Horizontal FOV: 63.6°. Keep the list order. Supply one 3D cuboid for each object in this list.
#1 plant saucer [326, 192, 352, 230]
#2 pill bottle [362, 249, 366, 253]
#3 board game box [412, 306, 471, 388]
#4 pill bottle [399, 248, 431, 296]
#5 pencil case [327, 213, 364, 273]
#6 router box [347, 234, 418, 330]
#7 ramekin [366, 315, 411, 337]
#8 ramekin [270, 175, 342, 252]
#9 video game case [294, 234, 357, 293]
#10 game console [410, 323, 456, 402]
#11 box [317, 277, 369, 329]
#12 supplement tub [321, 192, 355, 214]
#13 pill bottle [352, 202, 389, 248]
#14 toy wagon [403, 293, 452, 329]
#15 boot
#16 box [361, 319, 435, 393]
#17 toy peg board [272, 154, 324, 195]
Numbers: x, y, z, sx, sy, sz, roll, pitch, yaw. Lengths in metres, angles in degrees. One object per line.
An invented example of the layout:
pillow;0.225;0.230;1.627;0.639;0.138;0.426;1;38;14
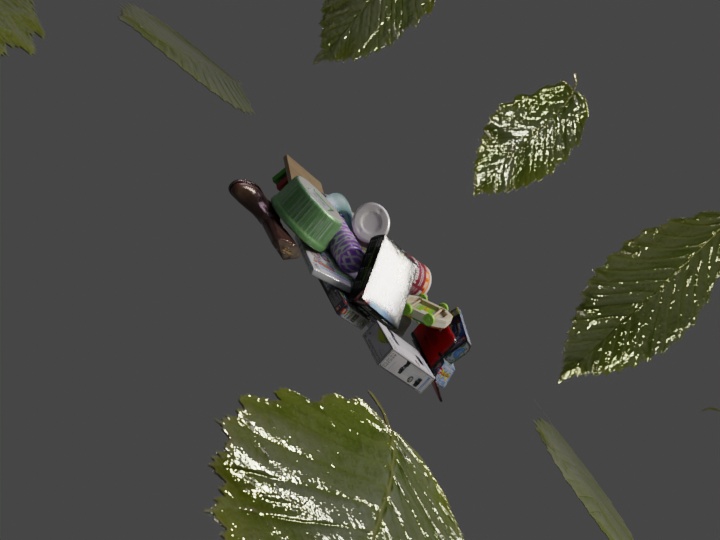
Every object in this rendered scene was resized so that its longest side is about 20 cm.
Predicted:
plant saucer;-0.073;-0.133;1.793;0.038;0.208;0.200;12;-10;33
pill bottle;0.000;0.000;1.785;0.197;0.114;0.114;31;16;-31
board game box;0.268;0.254;1.840;0.061;0.198;0.203;36;28;-31
pill bottle;0.117;0.003;1.720;0.198;0.115;0.115;29;19;-46
pencil case;-0.049;-0.076;1.623;0.085;0.084;0.202;37;16;-36
router box;0.063;0.032;1.543;0.149;0.205;0.061;38;-30;-32
ramekin;0.065;0.114;1.696;0.202;0.094;0.203;44;10;-10
ramekin;-0.138;-0.156;1.554;0.200;0.098;0.200;44;10;-10
video game case;-0.078;-0.011;1.573;0.197;0.024;0.184;27;21;-34
game console;0.226;0.239;1.685;0.117;0.173;0.201;36;13;-22
box;-0.055;0.063;1.566;0.109;0.035;0.202;37;15;-43
supplement tub;-0.100;-0.159;1.908;0.146;0.145;0.199;52;11;33
pill bottle;0.029;-0.130;1.753;0.114;0.114;0.200;45;-4;2
toy wagon;0.161;0.102;1.631;0.195;0.041;0.154;24;16;20
boot;-0.239;-0.124;1.466;0.185;0.064;0.203;32;23;-48
box;0.100;0.226;1.512;0.199;0.060;0.118;39;13;-38
toy peg board;-0.214;-0.259;2.032;0.199;0.096;0.204;35;31;-46
